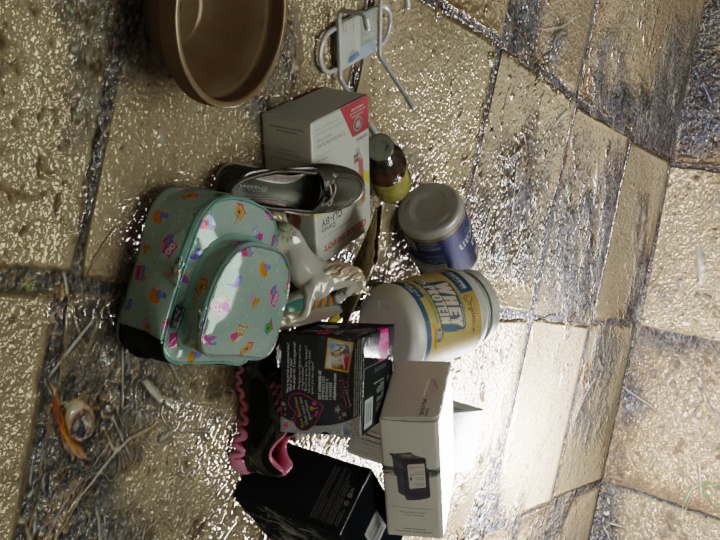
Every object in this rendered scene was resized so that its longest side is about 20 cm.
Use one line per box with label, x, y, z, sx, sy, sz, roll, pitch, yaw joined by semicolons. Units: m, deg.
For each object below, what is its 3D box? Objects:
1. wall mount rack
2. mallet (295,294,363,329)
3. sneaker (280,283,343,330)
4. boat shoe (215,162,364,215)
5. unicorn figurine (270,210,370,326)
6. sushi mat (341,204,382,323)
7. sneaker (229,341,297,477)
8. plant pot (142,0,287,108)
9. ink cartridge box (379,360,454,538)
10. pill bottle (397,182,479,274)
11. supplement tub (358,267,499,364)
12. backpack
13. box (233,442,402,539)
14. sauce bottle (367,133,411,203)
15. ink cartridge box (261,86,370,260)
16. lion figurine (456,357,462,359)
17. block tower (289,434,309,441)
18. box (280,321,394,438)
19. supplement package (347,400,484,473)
wall mount rack;0.020;-0.298;1.544;0.200;0.074;0.176;-40;136;-48
mallet;-0.041;0.065;1.632;0.200;0.041;0.067;-53;141;-46
sneaker;-0.077;0.031;1.505;0.200;0.070;0.081;-16;95;-72
boat shoe;-0.081;-0.097;1.349;0.197;0.057;0.068;1;112;-22
unicorn figurine;-0.077;0.005;1.389;0.137;0.074;0.201;-39;113;-11
sushi mat;0.000;0.000;1.523;0.201;0.012;0.097;114;-17;-57
sneaker;-0.119;0.188;1.473;0.079;0.094;0.203;-15;114;-56
plant pot;-0.171;-0.283;1.178;0.200;0.092;0.203;-34;130;-53
ink cartridge box;0.082;0.246;1.516;0.145;0.083;0.202;-69;158;-59
pill bottle;0.139;-0.045;1.832;0.112;0.110;0.201;-62;149;-26
supplement tub;0.111;0.076;1.727;0.198;0.144;0.147;-14;115;-39
backpack;-0.171;0.006;1.244;0.175;0.152;0.203;11;86;-57
box;-0.054;0.349;1.566;0.105;0.180;0.201;-60;147;-27
sauce bottle;0.039;-0.150;1.594;0.200;0.065;0.067;63;44;-79
ink cartridge box;-0.055;-0.128;1.466;0.145;0.083;0.202;-37;133;-50
lion figurine;0.179;0.125;2.020;0.124;0.072;0.200;-66;152;-16
block tower;-0.066;0.197;1.615;0.199;0.053;0.059;-16;115;-58
box;-0.029;0.142;1.454;0.200;0.113;0.134;-8;100;-76
supplement package;0.097;0.272;1.841;0.199;0.154;0.112;9;94;-62
